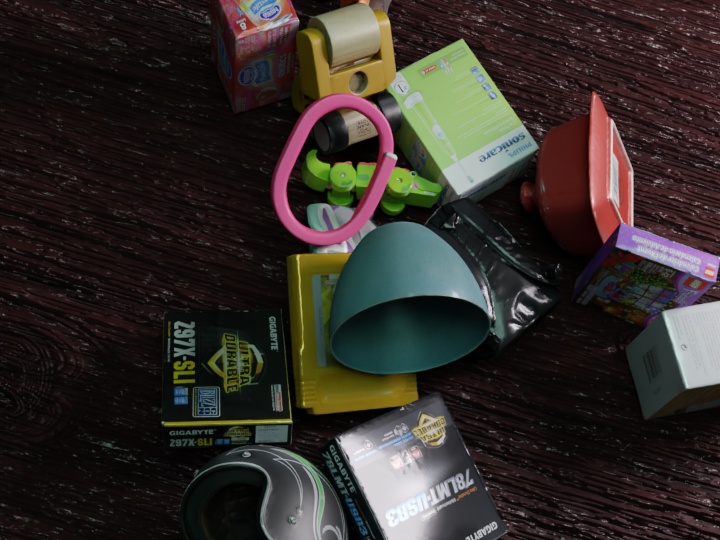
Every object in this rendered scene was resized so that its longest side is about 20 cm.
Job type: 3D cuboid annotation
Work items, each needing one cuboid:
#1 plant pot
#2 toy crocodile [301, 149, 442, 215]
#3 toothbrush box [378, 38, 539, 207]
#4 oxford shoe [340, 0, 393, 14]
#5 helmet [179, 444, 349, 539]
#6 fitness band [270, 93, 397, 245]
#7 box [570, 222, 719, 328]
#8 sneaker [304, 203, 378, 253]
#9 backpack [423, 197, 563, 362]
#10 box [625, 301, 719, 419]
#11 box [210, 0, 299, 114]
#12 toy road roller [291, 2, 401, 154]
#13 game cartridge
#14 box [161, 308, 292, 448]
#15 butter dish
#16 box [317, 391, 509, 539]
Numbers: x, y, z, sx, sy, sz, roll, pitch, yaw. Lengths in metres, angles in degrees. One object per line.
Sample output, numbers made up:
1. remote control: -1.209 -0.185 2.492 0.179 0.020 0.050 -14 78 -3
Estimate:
1. plant pot: 0.053 0.022 1.474 0.196 0.201 0.137 -2 60 -9
2. toy crocodile: 0.015 -0.122 1.658 0.196 0.068 0.063 7 63 0
3. toothbrush box: 0.134 -0.202 1.699 0.144 0.086 0.201 -30 75 -17
4. oxford shoe: 0.021 -0.436 1.797 0.072 0.071 0.203 27 61 -28
5. helmet: -0.111 0.304 1.412 0.196 0.202 0.192 -12 44 -12
6. fitness band: -0.036 -0.131 1.566 0.142 0.037 0.203 25 91 -14
7. box: 0.372 0.014 1.586 0.135 0.201 0.040 19 67 1
8. sneaker: 0.000 0.000 1.607 0.137 0.078 0.204 -3 70 -8
9. backpack: 0.152 0.009 1.599 0.166 0.127 0.201 -34 76 -31
10. box: 0.477 0.113 1.588 0.196 0.153 0.108 -8 69 -10
11. box: -0.147 -0.315 1.642 0.094 0.201 0.101 -20 72 -14
12. toy road roller: -0.035 -0.267 1.647 0.121 0.203 0.146 -21 31 -25
13. game cartridge: -0.008 0.079 1.542 0.174 0.032 0.204 -2 85 -30
14. box: -0.170 0.132 1.503 0.156 0.050 0.202 -2 41 -6
15. butter dish: 0.292 -0.109 1.655 0.145 0.200 0.203 -6 59 23
16. box: 0.068 0.271 1.473 0.198 0.050 0.201 -15 72 -44
